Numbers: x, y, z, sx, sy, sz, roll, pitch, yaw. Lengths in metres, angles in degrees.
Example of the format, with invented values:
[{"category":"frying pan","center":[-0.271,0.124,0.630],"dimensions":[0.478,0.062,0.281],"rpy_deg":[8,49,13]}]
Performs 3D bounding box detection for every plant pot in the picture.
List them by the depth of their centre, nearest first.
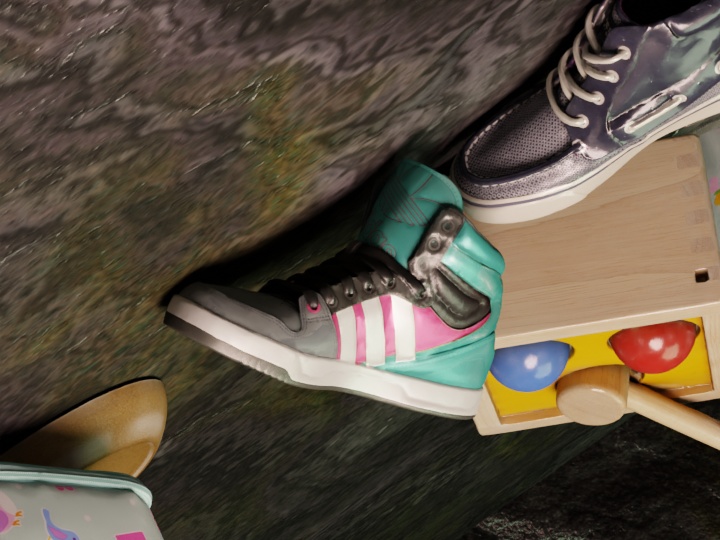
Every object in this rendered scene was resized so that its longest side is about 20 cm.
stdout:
[{"category":"plant pot","center":[-0.181,0.130,1.403],"dimensions":[0.200,0.028,0.200],"rpy_deg":[-35,169,-8]}]

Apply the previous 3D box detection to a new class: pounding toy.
[{"category":"pounding toy","center":[0.146,0.036,1.466],"dimensions":[0.183,0.143,0.200],"rpy_deg":[-9,157,7]}]

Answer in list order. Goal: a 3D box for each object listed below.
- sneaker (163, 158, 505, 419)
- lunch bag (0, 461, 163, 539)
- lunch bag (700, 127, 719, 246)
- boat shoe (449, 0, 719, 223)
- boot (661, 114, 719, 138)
[{"category":"sneaker","center":[0.000,0.000,1.300],"dimensions":[0.199,0.083,0.122],"rpy_deg":[14,97,-41]},{"category":"lunch bag","center":[-0.194,0.178,1.308],"dimensions":[0.160,0.077,0.200],"rpy_deg":[5,139,-43]},{"category":"lunch bag","center":[0.281,-0.101,1.690],"dimensions":[0.170,0.122,0.201],"rpy_deg":[-17,137,-52]},{"category":"boat shoe","center":[0.124,-0.102,1.339],"dimensions":[0.199,0.075,0.093],"rpy_deg":[-29,143,8]},{"category":"boot","center":[0.200,-0.113,1.498],"dimensions":[0.181,0.073,0.199],"rpy_deg":[-28,171,39]}]
